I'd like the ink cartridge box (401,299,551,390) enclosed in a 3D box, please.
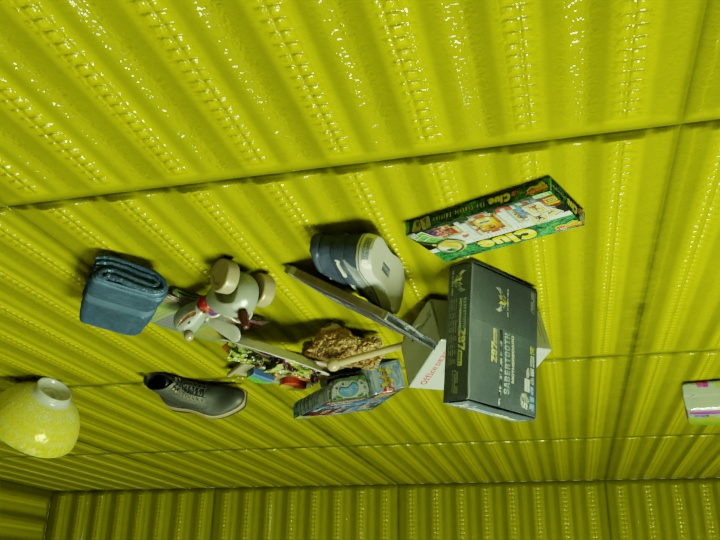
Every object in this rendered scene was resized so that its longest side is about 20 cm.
[{"bbox_3d":[0.183,0.128,1.269,0.198,0.084,0.146,6,139,-18],"label":"ink cartridge box"}]

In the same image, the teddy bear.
[{"bbox_3d":[-0.029,0.137,1.391,0.144,0.068,0.199,-3,164,38],"label":"teddy bear"}]

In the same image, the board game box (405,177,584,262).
[{"bbox_3d":[0.165,-0.058,0.969,0.199,0.024,0.104,-16,153,35],"label":"board game box"}]

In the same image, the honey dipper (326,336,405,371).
[{"bbox_3d":[0.034,0.139,1.320,0.198,0.038,0.038,-14,164,-25],"label":"honey dipper"}]

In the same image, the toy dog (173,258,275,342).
[{"bbox_3d":[-0.205,0.066,1.153,0.131,0.097,0.200,7,148,-22],"label":"toy dog"}]

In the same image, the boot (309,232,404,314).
[{"bbox_3d":[0.000,0.000,1.070,0.089,0.073,0.200,8,157,19],"label":"boot"}]

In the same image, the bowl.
[{"bbox_3d":[-0.692,0.300,1.698,0.199,0.200,0.108,24,107,-42],"label":"bowl"}]

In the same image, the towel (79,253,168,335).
[{"bbox_3d":[-0.358,0.038,1.170,0.111,0.049,0.200,20,150,-19],"label":"towel"}]

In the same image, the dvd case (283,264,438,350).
[{"bbox_3d":[0.001,0.052,1.115,0.199,0.016,0.148,23,173,38],"label":"dvd case"}]

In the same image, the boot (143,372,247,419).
[{"bbox_3d":[-0.357,0.265,1.681,0.198,0.078,0.139,-6,151,13],"label":"boot"}]

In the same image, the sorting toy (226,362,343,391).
[{"bbox_3d":[-0.151,0.208,1.579,0.198,0.037,0.185,12,154,-25],"label":"sorting toy"}]

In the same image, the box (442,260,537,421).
[{"bbox_3d":[0.189,0.104,1.116,0.157,0.202,0.051,21,155,-37],"label":"box"}]

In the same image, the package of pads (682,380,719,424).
[{"bbox_3d":[0.800,0.281,1.669,0.198,0.069,0.154,-8,155,22],"label":"package of pads"}]

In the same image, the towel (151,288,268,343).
[{"bbox_3d":[-0.271,0.079,1.304,0.199,0.023,0.143,22,150,-39],"label":"towel"}]

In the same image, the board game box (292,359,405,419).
[{"bbox_3d":[-0.010,0.239,1.575,0.198,0.062,0.200,0,157,-35],"label":"board game box"}]

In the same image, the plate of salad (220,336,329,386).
[{"bbox_3d":[-0.150,0.159,1.347,0.198,0.049,0.200,18,169,3],"label":"plate of salad"}]
